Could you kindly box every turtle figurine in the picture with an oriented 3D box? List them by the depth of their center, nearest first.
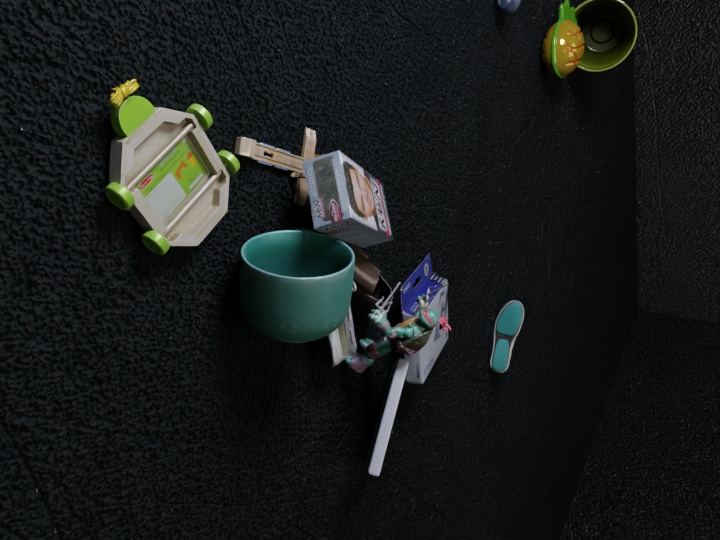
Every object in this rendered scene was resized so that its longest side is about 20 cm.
[{"bbox_3d":[0.067,0.098,1.039,0.149,0.200,0.101,3,53,-52],"label":"turtle figurine"}]

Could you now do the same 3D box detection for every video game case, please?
[{"bbox_3d":[0.049,0.264,1.120,0.182,0.024,0.201,90,16,-80],"label":"video game case"}]

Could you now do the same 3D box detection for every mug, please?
[{"bbox_3d":[-0.079,0.022,0.837,0.185,0.152,0.115,-31,134,-52],"label":"mug"}]

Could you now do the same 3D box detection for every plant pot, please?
[{"bbox_3d":[0.718,-0.708,1.822,0.193,0.200,0.201,-44,133,-58],"label":"plant pot"}]

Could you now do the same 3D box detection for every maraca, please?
[{"bbox_3d":[0.550,-0.622,1.647,0.137,0.107,0.201,10,89,-54],"label":"maraca"}]

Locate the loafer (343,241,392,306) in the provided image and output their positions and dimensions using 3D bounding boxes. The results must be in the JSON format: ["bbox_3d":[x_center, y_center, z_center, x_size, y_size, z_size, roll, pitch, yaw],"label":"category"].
[{"bbox_3d":[0.000,0.000,1.020,0.200,0.071,0.073,44,62,-51],"label":"loafer"}]

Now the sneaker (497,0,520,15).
[{"bbox_3d":[0.313,-0.671,1.339,0.082,0.070,0.201,-6,100,-38],"label":"sneaker"}]

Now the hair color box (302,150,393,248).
[{"bbox_3d":[-0.013,-0.100,0.922,0.200,0.060,0.099,15,62,-69],"label":"hair color box"}]

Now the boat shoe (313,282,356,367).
[{"bbox_3d":[-0.040,0.057,0.963,0.065,0.074,0.203,-21,120,-33],"label":"boat shoe"}]

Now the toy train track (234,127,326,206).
[{"bbox_3d":[-0.097,-0.156,0.875,0.200,0.032,0.115,6,93,-55],"label":"toy train track"}]

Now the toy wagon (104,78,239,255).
[{"bbox_3d":[-0.222,-0.123,0.693,0.155,0.039,0.200,-57,139,-31],"label":"toy wagon"}]

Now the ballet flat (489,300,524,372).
[{"bbox_3d":[0.395,0.179,1.663,0.069,0.069,0.201,14,90,-56],"label":"ballet flat"}]

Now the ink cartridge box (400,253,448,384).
[{"bbox_3d":[0.134,0.092,1.233,0.200,0.040,0.201,-45,134,-57],"label":"ink cartridge box"}]
